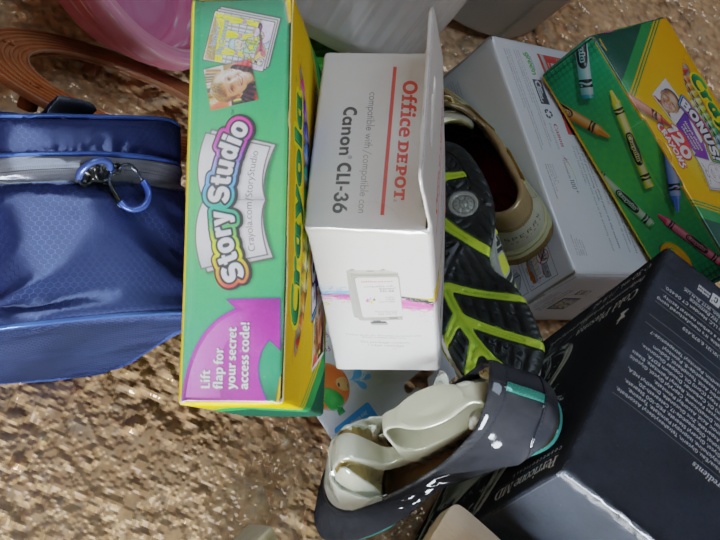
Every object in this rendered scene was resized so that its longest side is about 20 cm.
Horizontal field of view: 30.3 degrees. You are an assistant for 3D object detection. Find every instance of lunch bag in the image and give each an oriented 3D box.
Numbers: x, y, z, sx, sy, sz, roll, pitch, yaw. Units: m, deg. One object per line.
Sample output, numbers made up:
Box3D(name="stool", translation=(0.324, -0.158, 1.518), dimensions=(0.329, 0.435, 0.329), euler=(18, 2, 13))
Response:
Box3D(name="lunch bag", translation=(-0.176, -0.018, 0.736), dimensions=(0.135, 0.200, 0.133), euler=(-2, 76, -34))

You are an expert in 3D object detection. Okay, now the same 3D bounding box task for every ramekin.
Box3D(name="ramekin", translation=(-0.011, -0.234, 0.989), dimensions=(0.202, 0.094, 0.203), euler=(26, 24, -13))

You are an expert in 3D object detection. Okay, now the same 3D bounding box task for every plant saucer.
Box3D(name="plant saucer", translation=(-0.165, -0.230, 0.920), dimensions=(0.200, 0.051, 0.202), euler=(41, 40, -46))

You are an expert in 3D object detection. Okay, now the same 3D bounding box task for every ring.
Box3D(name="ring", translation=(-0.153, -0.107, 0.856), dimensions=(0.199, 0.019, 0.201), euler=(22, 18, -8))

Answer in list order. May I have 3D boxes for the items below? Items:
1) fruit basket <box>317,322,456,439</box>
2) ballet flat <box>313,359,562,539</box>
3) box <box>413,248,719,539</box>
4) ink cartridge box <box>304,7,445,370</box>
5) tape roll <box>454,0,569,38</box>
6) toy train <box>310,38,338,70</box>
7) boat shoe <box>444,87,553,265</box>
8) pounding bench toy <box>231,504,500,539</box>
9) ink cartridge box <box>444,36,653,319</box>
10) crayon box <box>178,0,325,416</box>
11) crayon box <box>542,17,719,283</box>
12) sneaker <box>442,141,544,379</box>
Box3D(name="fruit basket", translation=(0.000, 0.000, 0.906), dimensions=(0.185, 0.094, 0.200), euler=(-35, 87, -39))
Box3D(name="ballet flat", translation=(0.026, 0.105, 0.789), dimensions=(0.073, 0.200, 0.073), euler=(30, 45, -35))
Box3D(name="box", translation=(0.153, 0.126, 0.855), dimensions=(0.124, 0.200, 0.197), euler=(37, 51, -5))
Box3D(name="ink cartridge box", translation=(0.012, -0.040, 0.734), dimensions=(0.067, 0.200, 0.117), euler=(1, 59, 5))
Box3D(name="tape roll", translation=(0.131, -0.319, 1.118), dimensions=(0.202, 0.139, 0.204), euler=(17, 58, -29))
Box3D(name="toy train", translation=(-0.035, -0.129, 0.929), dimensions=(0.056, 0.042, 0.200), euler=(1, 25, -2))
Box3D(name="boat shoe", translation=(0.065, -0.092, 0.955), dimensions=(0.074, 0.066, 0.200), euler=(-40, 58, -4))
Box3D(name="pounding bench toy", translation=(0.015, 0.208, 0.755), dimensions=(0.200, 0.156, 0.124), euler=(42, 51, -3))
Box3D(name="ink cartridge box", translation=(0.165, -0.067, 1.039), dimensions=(0.175, 0.084, 0.201), euler=(2, 63, -41))
Box3D(name="crayon box", translation=(-0.052, -0.024, 0.719), dimensions=(0.058, 0.173, 0.201), euler=(0, 82, 3))
Box3D(name="crayon box", translation=(0.236, -0.088, 1.011), dimensions=(0.119, 0.058, 0.201), euler=(-23, 80, -48))
Box3D(name="sneaker", translation=(0.062, 0.005, 0.864), dimensions=(0.075, 0.077, 0.201), euler=(-14, 60, -1))
